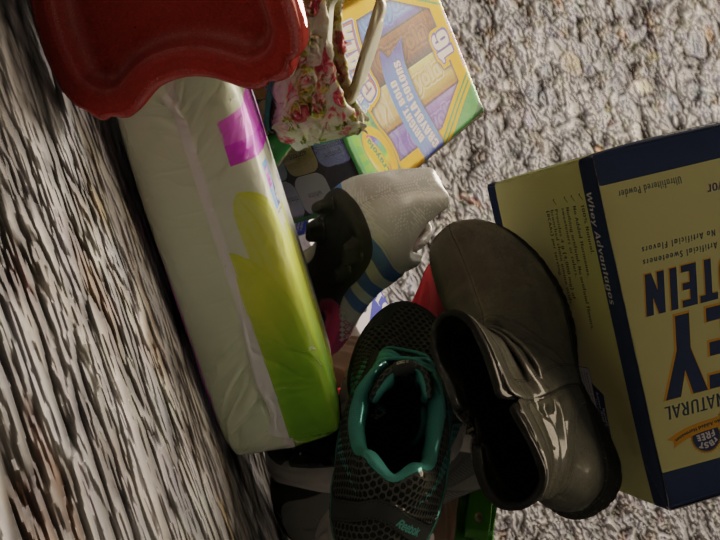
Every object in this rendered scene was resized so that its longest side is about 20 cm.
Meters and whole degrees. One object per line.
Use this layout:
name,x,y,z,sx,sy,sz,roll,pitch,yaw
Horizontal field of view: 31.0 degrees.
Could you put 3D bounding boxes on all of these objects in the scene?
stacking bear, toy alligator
stacking bear,-0.054,-0.165,0.596,0.200,0.121,0.114,-54,130,-54
toy alligator,0.080,0.147,0.871,0.054,0.059,0.201,93,7,-60

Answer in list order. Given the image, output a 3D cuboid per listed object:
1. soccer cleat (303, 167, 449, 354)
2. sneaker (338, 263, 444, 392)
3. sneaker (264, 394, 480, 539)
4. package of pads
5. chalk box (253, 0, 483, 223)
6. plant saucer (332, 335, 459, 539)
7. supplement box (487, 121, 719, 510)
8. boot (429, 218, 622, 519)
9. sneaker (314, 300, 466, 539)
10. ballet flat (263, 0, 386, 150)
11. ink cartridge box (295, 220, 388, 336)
soccer cleat,0.000,0.000,0.826,0.070,0.086,0.200,63,-25,15
sneaker,0.002,0.082,0.856,0.078,0.115,0.201,-124,-134,-84
sneaker,0.036,0.113,0.786,0.074,0.199,0.080,-127,-145,-53
package of pads,-0.070,-0.014,0.716,0.155,0.068,0.201,-108,-178,-80
chalk box,-0.030,-0.111,0.882,0.200,0.124,0.124,-40,112,-46
plant saucer,0.010,0.148,0.981,0.200,0.029,0.201,35,-45,45
supplement box,0.187,0.020,0.793,0.200,0.134,0.201,177,-100,-79
boot,0.075,0.039,0.705,0.131,0.068,0.200,31,32,-58
sneaker,0.025,0.074,0.690,0.200,0.077,0.091,-82,-178,-51
ballet flat,-0.016,-0.166,0.729,0.076,0.064,0.201,-54,148,-72
ink cartridge box,-0.015,0.030,1.058,0.094,0.044,0.200,-81,148,-56
